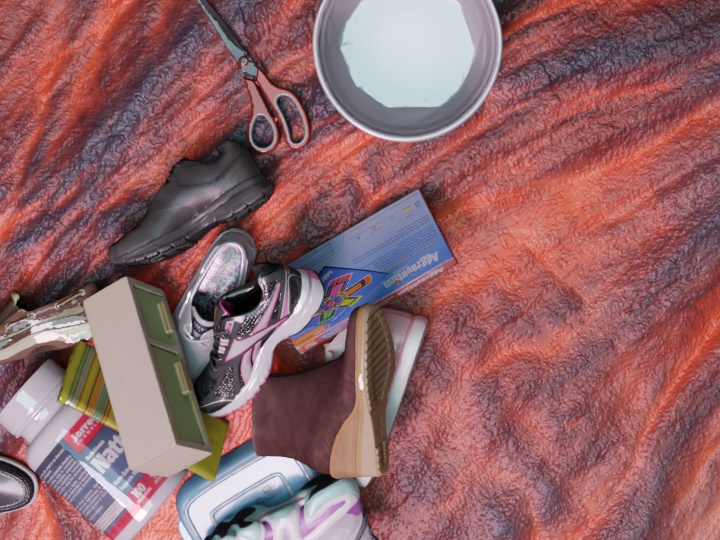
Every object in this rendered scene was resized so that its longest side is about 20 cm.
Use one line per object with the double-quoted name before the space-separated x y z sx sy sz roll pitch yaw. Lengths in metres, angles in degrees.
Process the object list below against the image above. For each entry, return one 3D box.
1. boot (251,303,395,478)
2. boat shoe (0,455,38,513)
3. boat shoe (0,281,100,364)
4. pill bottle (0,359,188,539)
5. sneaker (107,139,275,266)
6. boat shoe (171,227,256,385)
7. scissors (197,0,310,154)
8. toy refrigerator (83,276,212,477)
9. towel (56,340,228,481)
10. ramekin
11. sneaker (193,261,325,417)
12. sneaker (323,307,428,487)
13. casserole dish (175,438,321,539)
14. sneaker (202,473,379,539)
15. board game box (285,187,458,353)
"boot" -0.049 0.124 1.626 0.165 0.072 0.202 9 109 28
"boat shoe" -0.471 0.248 1.734 0.198 0.060 0.076 1 98 3
"boat shoe" -0.380 0.059 1.702 0.200 0.075 0.076 -14 94 -7
"pill bottle" -0.300 0.198 1.688 0.200 0.120 0.120 41 98 -3
"sneaker" -0.196 -0.072 1.678 0.199 0.076 0.091 -29 86 0
"boat shoe" -0.170 0.051 1.685 0.072 0.069 0.201 30 101 -2
"scissors" -0.116 -0.223 1.676 0.073 0.014 0.202 -19 95 8
"toy refrigerator" -0.227 0.113 1.633 0.070 0.076 0.201 -29 65 18
"towel" -0.238 0.157 1.676 0.199 0.086 0.018 31 132 -18
"ramekin" 0.051 -0.239 1.617 0.198 0.105 0.202 1 98 4
"sneaker" -0.131 0.064 1.638 0.086 0.080 0.201 26 108 -34
"sneaker" -0.002 0.132 1.688 0.104 0.075 0.202 18 95 3
"casserole dish" -0.121 0.263 1.729 0.199 0.039 0.122 -31 96 6
"sneaker" -0.072 0.321 1.678 0.199 0.078 0.141 -24 101 11
"board game box" 0.000 0.000 1.667 0.199 0.019 0.103 -30 56 7
